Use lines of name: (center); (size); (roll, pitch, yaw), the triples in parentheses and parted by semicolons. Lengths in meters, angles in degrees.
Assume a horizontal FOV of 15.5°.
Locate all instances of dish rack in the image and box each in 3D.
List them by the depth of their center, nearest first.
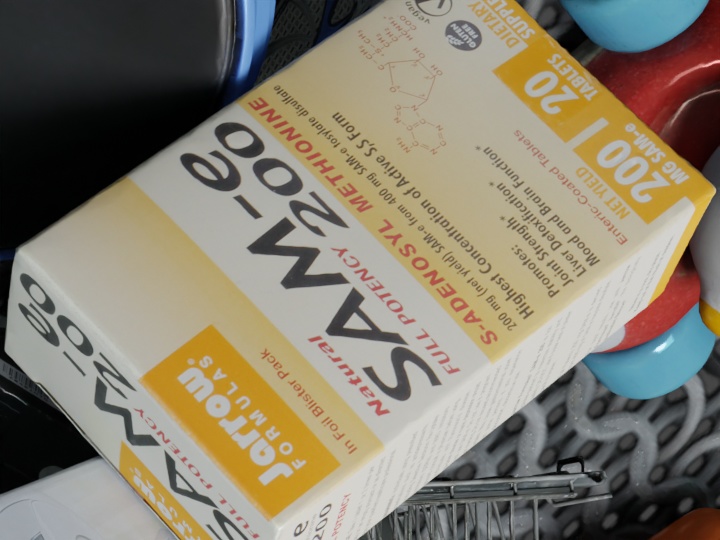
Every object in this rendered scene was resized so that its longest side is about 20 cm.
dish rack: (-0.004, 0.108, 1.022); (0.153, 0.200, 0.055); (-2, 80, -31)

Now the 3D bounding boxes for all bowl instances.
bowl: (-0.128, -0.090, 0.863); (0.200, 0.039, 0.201); (0, 121, 0)

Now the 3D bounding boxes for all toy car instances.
toy car: (0.148, -0.015, 1.043); (0.177, 0.200, 0.184); (-45, 132, -1)

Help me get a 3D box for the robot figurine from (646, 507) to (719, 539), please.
robot figurine: (0.140, 0.186, 1.223); (0.200, 0.144, 0.117); (-33, 92, -11)

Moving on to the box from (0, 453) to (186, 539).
box: (-0.118, 0.161, 0.877); (0.200, 0.097, 0.176); (-50, 166, 27)

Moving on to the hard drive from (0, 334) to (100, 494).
hard drive: (-0.194, 0.091, 0.938); (0.140, 0.038, 0.200); (33, 113, -19)

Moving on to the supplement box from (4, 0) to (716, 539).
supplement box: (0.000, 0.000, 0.865); (0.200, 0.126, 0.074); (-37, 163, -27)

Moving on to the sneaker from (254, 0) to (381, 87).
sneaker: (0.010, -0.096, 0.979); (0.077, 0.085, 0.200); (10, 113, -37)

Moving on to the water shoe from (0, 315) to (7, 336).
water shoe: (-0.146, 0.115, 1.025); (0.071, 0.079, 0.200); (-13, 99, -30)
